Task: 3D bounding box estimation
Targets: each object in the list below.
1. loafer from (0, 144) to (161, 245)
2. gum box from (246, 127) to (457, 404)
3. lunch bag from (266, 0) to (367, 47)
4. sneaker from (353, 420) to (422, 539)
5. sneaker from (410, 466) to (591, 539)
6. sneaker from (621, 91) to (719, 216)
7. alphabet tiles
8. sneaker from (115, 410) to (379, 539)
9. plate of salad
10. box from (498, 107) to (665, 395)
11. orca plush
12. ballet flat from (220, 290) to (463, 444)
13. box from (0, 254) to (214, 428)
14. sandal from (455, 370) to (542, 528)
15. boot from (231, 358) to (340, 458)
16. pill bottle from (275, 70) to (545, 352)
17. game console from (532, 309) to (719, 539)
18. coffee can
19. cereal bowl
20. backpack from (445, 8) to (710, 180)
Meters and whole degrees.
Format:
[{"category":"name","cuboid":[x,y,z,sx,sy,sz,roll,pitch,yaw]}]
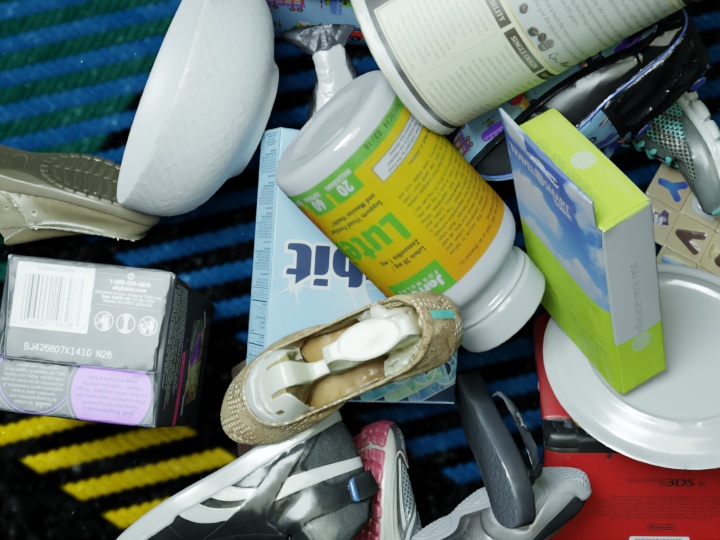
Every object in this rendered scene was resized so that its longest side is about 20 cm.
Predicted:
[{"category":"loafer","cuboid":[-0.263,-0.058,0.921,0.197,0.076,0.068,14,120,-7]},{"category":"gum box","cuboid":[0.000,0.000,0.876,0.167,0.044,0.204,5,90,-26]},{"category":"lunch bag","cuboid":[-0.012,-0.254,0.880,0.148,0.200,0.096,6,82,1]},{"category":"sneaker","cuboid":[0.029,0.221,0.888,0.074,0.080,0.204,-3,83,-28]},{"category":"sneaker","cuboid":[0.100,0.234,0.834,0.198,0.075,0.115,-28,101,-17]},{"category":"sneaker","cuboid":[0.240,-0.127,0.936,0.090,0.077,0.202,-28,73,12]},{"category":"alphabet tiles","cuboid":[0.335,-0.030,0.936,0.198,0.006,0.168,30,79,10]},{"category":"sneaker","cuboid":[-0.078,0.196,0.822,0.198,0.073,0.113,-32,81,-2]},{"category":"plate of salad","cuboid":[0.241,0.074,0.871,0.196,0.048,0.202,-2,46,2]},{"category":"box","cuboid":[0.159,-0.019,0.791,0.047,0.201,0.122,-28,46,-8]},{"category":"orca plush","cuboid":[-0.034,-0.099,0.921,0.104,0.071,0.203,-24,109,-20]},{"category":"ballet flat","cuboid":[-0.025,0.064,0.771,0.198,0.065,0.071,-28,72,16]},{"category":"box","cuboid":[-0.186,0.059,0.837,0.120,0.200,0.108,7,82,0]},{"category":"sandal","cuboid":[0.105,0.121,0.834,0.042,0.200,0.077,-10,107,-1]},{"category":"boot","cuboid":[-0.103,0.157,0.898,0.183,0.064,0.204,0,80,-1]},{"category":"pill bottle","cuboid":[0.042,-0.036,0.809,0.111,0.111,0.200,-48,110,-6]},{"category":"game console","cuboid":[0.241,0.136,0.924,0.196,0.119,0.175,1,113,0]},{"category":"coffee can","cuboid":[0.109,-0.200,0.739,0.198,0.146,0.148,-26,82,24]},{"category":"cereal bowl","cuboid":[-0.119,-0.134,0.876,0.082,0.200,0.203,19,82,-19]},{"category":"backpack","cuboid":[0.147,-0.161,0.873,0.200,0.134,0.184,-42,62,16]}]
